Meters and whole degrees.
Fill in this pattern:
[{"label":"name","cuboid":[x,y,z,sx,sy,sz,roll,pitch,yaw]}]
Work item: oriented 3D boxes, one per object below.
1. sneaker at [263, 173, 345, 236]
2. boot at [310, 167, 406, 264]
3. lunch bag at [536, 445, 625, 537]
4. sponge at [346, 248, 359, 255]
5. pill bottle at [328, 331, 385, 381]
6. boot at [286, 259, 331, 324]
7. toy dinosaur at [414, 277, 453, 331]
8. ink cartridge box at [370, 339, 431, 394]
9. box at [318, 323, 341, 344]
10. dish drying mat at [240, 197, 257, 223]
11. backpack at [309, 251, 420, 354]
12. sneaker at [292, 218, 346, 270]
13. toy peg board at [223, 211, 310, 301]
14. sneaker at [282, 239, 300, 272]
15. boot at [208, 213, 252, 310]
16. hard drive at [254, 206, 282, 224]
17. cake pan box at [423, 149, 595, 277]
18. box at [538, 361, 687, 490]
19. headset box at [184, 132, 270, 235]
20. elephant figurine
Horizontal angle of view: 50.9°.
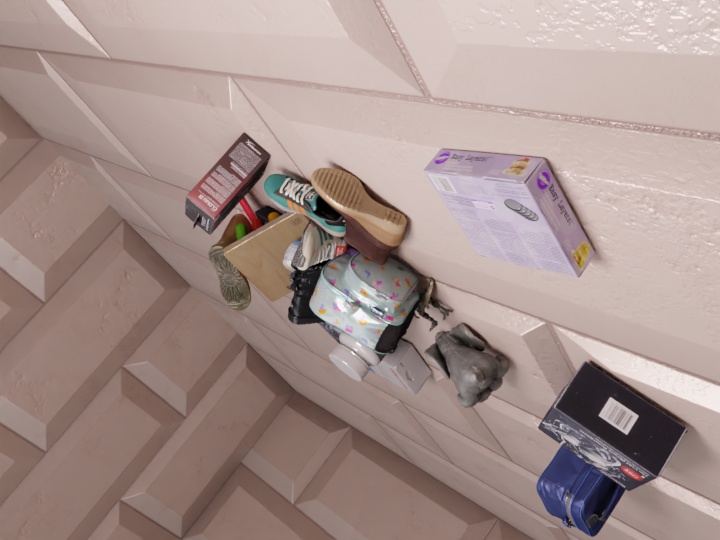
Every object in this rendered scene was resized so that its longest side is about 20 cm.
[{"label":"sneaker","cuboid":[-0.102,-0.142,1.484,0.199,0.072,0.080,28,161,8]},{"label":"boot","cuboid":[-0.016,-0.092,1.390,0.199,0.073,0.166,32,153,0]},{"label":"lunch bag","cuboid":[0.471,0.447,1.574,0.132,0.200,0.136,16,147,46]},{"label":"sponge","cuboid":[0.000,0.000,1.648,0.199,0.030,0.112,16,151,34]},{"label":"pill bottle","cuboid":[0.023,0.146,1.731,0.114,0.200,0.114,35,164,12]},{"label":"boot","cuboid":[-0.067,0.033,1.632,0.073,0.197,0.163,56,144,44]},{"label":"toy dinosaur","cuboid":[0.140,0.075,1.578,0.088,0.047,0.200,45,160,1]},{"label":"ink cartridge box","cuboid":[0.077,0.237,2.061,0.200,0.085,0.145,24,158,45]},{"label":"box","cuboid":[-0.025,0.121,1.941,0.200,0.104,0.182,46,161,-23]},{"label":"dish drying mat","cuboid":[-0.267,-0.139,1.817,0.201,0.018,0.077,62,171,-25]},{"label":"backpack","cuboid":[0.007,0.049,1.495,0.199,0.176,0.154,22,121,12]},{"label":"sneaker","cuboid":[-0.074,-0.051,1.531,0.093,0.071,0.200,22,-155,-3]},{"label":"toy peg board","cuboid":[-0.178,-0.059,1.721,0.200,0.198,0.098,50,-164,-45]},{"label":"sneaker","cuboid":[-0.107,0.003,1.691,0.072,0.073,0.200,19,160,30]},{"label":"boot","cuboid":[-0.282,-0.024,1.787,0.200,0.066,0.176,-74,-30,-66]},{"label":"hard drive","cuboid":[-0.174,-0.073,1.854,0.135,0.042,0.200,29,160,30]},{"label":"cake pan box","cuboid":[0.199,-0.080,1.035,0.200,0.052,0.184,16,150,52]},{"label":"box","cuboid":[0.439,0.281,1.347,0.200,0.104,0.182,34,164,17]},{"label":"headset box","cuboid":[-0.284,-0.168,1.563,0.075,0.200,0.149,40,163,-4]},{"label":"elephant figurine","cuboid":[0.202,0.181,1.601,0.200,0.141,0.156,48,140,29]}]
